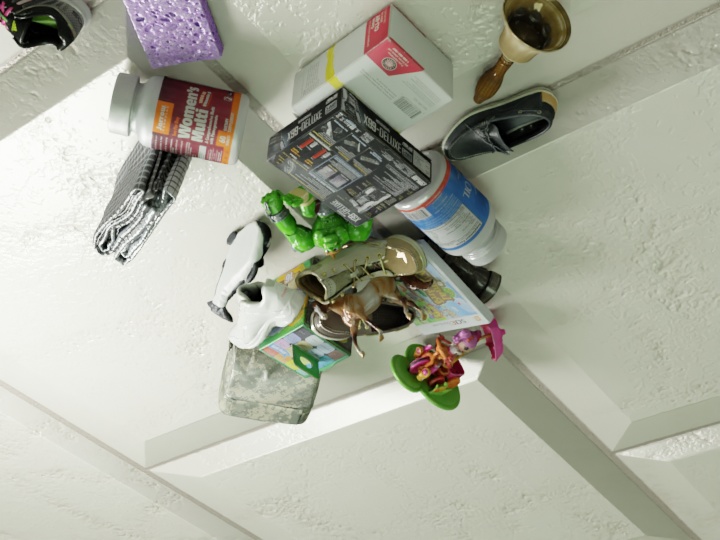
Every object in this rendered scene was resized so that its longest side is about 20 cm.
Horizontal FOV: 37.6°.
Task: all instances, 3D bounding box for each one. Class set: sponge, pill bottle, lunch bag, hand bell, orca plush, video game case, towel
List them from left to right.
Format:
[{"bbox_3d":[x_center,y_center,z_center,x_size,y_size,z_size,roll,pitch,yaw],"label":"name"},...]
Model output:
[{"bbox_3d":[-0.348,-0.128,1.683,0.085,0.167,0.200,28,135,-18],"label":"towel"},{"bbox_3d":[-0.272,-0.374,1.483,0.110,0.030,0.201,-4,139,11],"label":"sponge"},{"bbox_3d":[-0.273,-0.231,1.593,0.197,0.111,0.110,11,140,-8],"label":"pill bottle"},{"bbox_3d":[-0.196,0.000,1.872,0.071,0.105,0.202,4,112,-42],"label":"orca plush"},{"bbox_3d":[-0.171,0.200,2.076,0.197,0.141,0.168,11,141,-9],"label":"lunch bag"},{"bbox_3d":[0.111,0.034,1.863,0.200,0.022,0.181,46,147,-21],"label":"video game case"},{"bbox_3d":[0.148,-0.095,1.713,0.112,0.113,0.200,-25,133,32],"label":"pill bottle"},{"bbox_3d":[0.206,-0.299,1.503,0.103,0.105,0.200,16,152,-13],"label":"hand bell"}]

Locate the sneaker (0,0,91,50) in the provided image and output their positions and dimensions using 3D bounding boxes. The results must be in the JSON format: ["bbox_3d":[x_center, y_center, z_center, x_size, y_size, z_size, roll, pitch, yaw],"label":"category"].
[{"bbox_3d":[-0.481,-0.361,1.474,0.198,0.088,0.074,16,140,-13],"label":"sneaker"}]

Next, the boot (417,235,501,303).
[{"bbox_3d":[0.140,0.014,1.892,0.173,0.070,0.200,28,140,-12],"label":"boot"}]

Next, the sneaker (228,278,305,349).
[{"bbox_3d":[-0.182,0.064,1.834,0.099,0.078,0.200,38,134,-17],"label":"sneaker"}]

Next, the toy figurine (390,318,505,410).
[{"bbox_3d":[0.180,0.149,1.986,0.184,0.151,0.199,-42,147,27],"label":"toy figurine"}]

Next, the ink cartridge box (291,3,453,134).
[{"bbox_3d":[0.016,-0.268,1.539,0.199,0.084,0.145,-29,131,33],"label":"ink cartridge box"}]

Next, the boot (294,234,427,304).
[{"bbox_3d":[0.000,0.000,1.759,0.199,0.154,0.073,7,121,47],"label":"boot"}]

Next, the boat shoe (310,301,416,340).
[{"bbox_3d":[0.007,0.083,1.854,0.198,0.073,0.059,0,172,-34],"label":"boat shoe"}]

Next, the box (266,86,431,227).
[{"bbox_3d":[-0.015,-0.162,1.566,0.157,0.050,0.199,-29,132,35],"label":"box"}]

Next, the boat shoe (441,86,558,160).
[{"bbox_3d":[0.208,-0.211,1.607,0.198,0.063,0.075,-21,136,30],"label":"boat shoe"}]

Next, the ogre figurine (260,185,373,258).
[{"bbox_3d":[-0.053,-0.092,1.755,0.198,0.098,0.121,-22,126,-11],"label":"ogre figurine"}]

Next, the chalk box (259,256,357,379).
[{"bbox_3d":[-0.095,0.105,1.906,0.123,0.202,0.124,-28,130,35],"label":"chalk box"}]

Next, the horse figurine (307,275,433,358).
[{"bbox_3d":[0.027,0.058,1.798,0.199,0.133,0.050,-31,149,-16],"label":"horse figurine"}]
